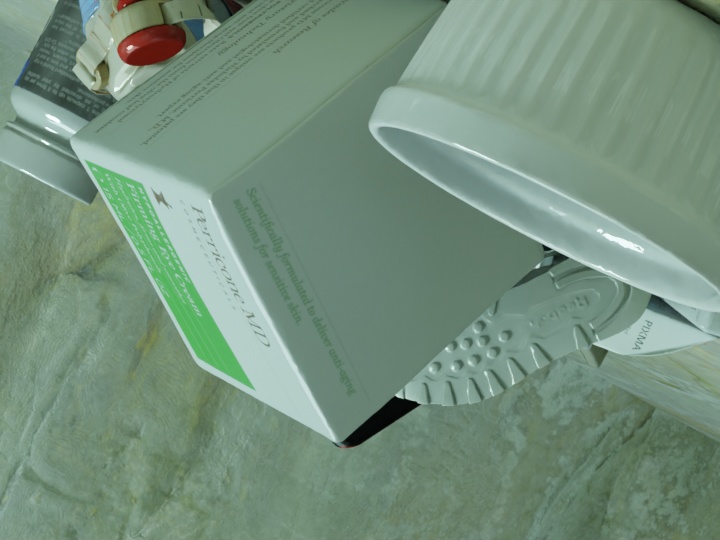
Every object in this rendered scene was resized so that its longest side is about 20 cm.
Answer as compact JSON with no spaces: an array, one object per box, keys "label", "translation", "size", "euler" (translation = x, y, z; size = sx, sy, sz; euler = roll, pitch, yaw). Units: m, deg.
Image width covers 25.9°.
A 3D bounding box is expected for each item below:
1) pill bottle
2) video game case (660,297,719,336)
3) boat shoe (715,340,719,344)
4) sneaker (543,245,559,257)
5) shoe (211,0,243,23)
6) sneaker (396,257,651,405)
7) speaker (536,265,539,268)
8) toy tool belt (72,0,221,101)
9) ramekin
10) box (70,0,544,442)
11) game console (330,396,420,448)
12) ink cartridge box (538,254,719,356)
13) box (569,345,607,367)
[{"label":"pill bottle","translation":[-0.227,-0.165,1.336],"size":[0.113,0.201,0.114],"euler":[27,177,1]},{"label":"video game case","translation":[0.300,0.035,1.086],"size":[0.199,0.023,0.182],"euler":[15,-170,-10]},{"label":"boat shoe","translation":[0.311,0.025,1.308],"size":[0.072,0.063,0.200],"euler":[-11,-152,-22]},{"label":"sneaker","translation":[0.134,-0.054,1.088],"size":[0.199,0.077,0.114],"euler":[10,162,43]},{"label":"shoe","translation":[-0.069,-0.161,1.223],"size":[0.091,0.072,0.200],"euler":[-11,-134,-29]},{"label":"sneaker","translation":[0.101,0.038,1.053],"size":[0.199,0.077,0.080],"euler":[-16,-179,13]},{"label":"speaker","translation":[0.117,-0.054,1.328],"size":[0.199,0.081,0.081],"euler":[28,177,1]},{"label":"toy tool belt","translation":[-0.151,-0.184,1.103],"size":[0.200,0.124,0.123],"euler":[74,177,-80]},{"label":"ramekin","translation":[0.113,-0.070,0.766],"size":[0.199,0.105,0.200],"euler":[27,177,2]},{"label":"box","translation":[-0.029,-0.045,0.980],"size":[0.171,0.200,0.200],"euler":[21,144,48]},{"label":"game console","translation":[-0.008,0.028,1.289],"size":[0.177,0.031,0.201],"euler":[-27,-93,-49]},{"label":"ink cartridge box","translation":[0.233,0.025,1.194],"size":[0.199,0.050,0.162],"euler":[25,-155,2]},{"label":"box","translation":[0.192,0.010,1.498],"size":[0.127,0.109,0.200],"euler":[27,177,13]}]
